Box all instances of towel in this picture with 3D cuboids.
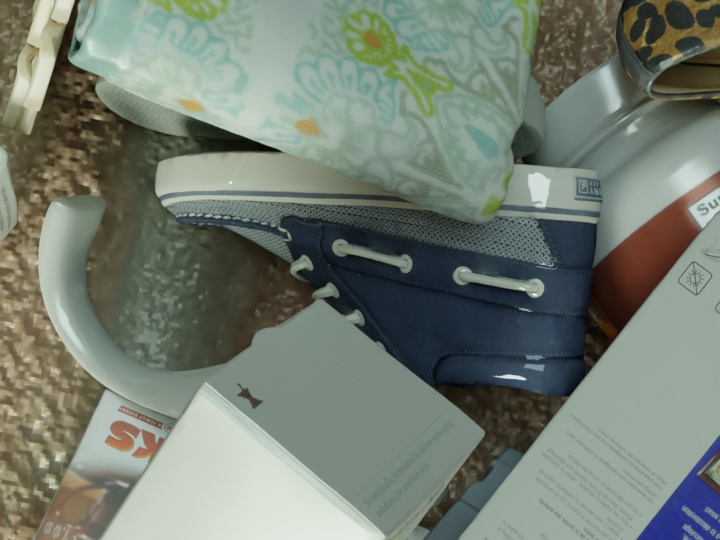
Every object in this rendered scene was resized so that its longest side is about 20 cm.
[{"bbox_3d":[-0.008,-0.134,0.798,0.171,0.048,0.201,19,66,-16],"label":"towel"}]

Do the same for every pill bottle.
[{"bbox_3d":[0.154,0.006,0.872,0.112,0.112,0.200,-31,77,-13],"label":"pill bottle"}]

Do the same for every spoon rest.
[{"bbox_3d":[-0.051,0.043,0.865,0.200,0.099,0.061,33,105,17],"label":"spoon rest"}]

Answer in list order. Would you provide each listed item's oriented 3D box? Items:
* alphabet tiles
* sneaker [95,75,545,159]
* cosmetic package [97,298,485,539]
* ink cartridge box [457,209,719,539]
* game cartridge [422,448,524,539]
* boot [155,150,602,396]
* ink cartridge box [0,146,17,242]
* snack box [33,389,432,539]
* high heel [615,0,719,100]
[{"bbox_3d":[-0.108,-0.158,0.853,0.015,0.200,0.196,17,32,-11],"label":"alphabet tiles"},{"bbox_3d":[-0.007,-0.111,0.894,0.199,0.074,0.116,9,68,23],"label":"sneaker"},{"bbox_3d":[-0.054,0.119,0.769,0.085,0.108,0.200,40,118,8],"label":"cosmetic package"},{"bbox_3d":[0.112,0.085,0.786,0.099,0.039,0.200,40,91,24],"label":"ink cartridge box"},{"bbox_3d":[0.055,0.166,0.797,0.133,0.041,0.200,30,53,22],"label":"game cartridge"},{"bbox_3d":[0.000,0.000,0.862,0.199,0.073,0.091,4,91,31],"label":"boot"},{"bbox_3d":[-0.256,-0.001,0.856,0.145,0.085,0.200,37,71,7],"label":"ink cartridge box"},{"bbox_3d":[-0.028,0.121,0.866,0.199,0.024,0.072,23,70,3],"label":"snack box"},{"bbox_3d":[0.203,-0.080,0.825,0.199,0.072,0.143,21,42,17],"label":"high heel"}]
